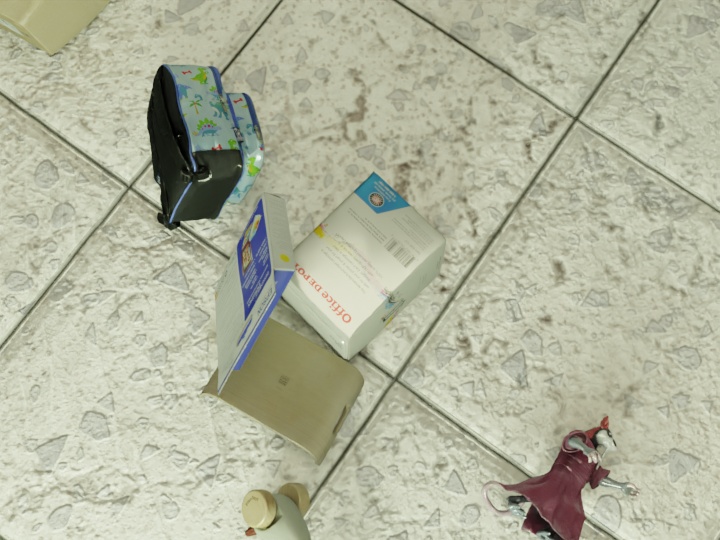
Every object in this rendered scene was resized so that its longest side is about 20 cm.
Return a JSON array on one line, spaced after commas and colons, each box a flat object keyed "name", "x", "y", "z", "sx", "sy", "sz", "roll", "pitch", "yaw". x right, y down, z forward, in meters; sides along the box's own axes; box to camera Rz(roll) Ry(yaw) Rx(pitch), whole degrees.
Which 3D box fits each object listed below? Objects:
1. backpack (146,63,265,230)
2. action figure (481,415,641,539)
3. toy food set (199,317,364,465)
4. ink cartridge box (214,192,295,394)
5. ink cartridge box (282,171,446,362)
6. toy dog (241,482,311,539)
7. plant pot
[{"name": "backpack", "x": -0.231, "y": -0.192, "z": 1.693, "sx": 0.145, "sy": 0.183, "sz": 0.203, "roll": -8, "pitch": 66, "yaw": -27}, {"name": "action figure", "x": 0.287, "y": 0.283, "z": 1.600, "sx": 0.148, "sy": 0.135, "sz": 0.201, "roll": 6, "pitch": 49, "yaw": 46}, {"name": "toy food set", "x": -0.109, "y": 0.166, "z": 1.642, "sx": 0.198, "sy": 0.061, "sz": 0.145, "roll": 28, "pitch": 62, "yaw": 7}, {"name": "ink cartridge box", "x": -0.145, "y": 0.034, "z": 1.573, "sx": 0.046, "sy": 0.199, "sz": 0.202, "roll": 14, "pitch": 39, "yaw": -24}, {"name": "ink cartridge box", "x": 0.000, "y": 0.000, "z": 1.645, "sx": 0.200, "sy": 0.145, "sz": 0.147, "roll": -43, "pitch": 77, "yaw": -13}, {"name": "toy dog", "x": -0.102, "y": 0.378, "z": 1.542, "sx": 0.131, "sy": 0.097, "sz": 0.202, "roll": 23, "pitch": 33, "yaw": -32}, {"name": "plant pot", "x": -0.502, "y": -0.453, "z": 1.773, "sx": 0.198, "sy": 0.200, "sz": 0.179, "roll": 29, "pitch": 84, "yaw": 8}]
